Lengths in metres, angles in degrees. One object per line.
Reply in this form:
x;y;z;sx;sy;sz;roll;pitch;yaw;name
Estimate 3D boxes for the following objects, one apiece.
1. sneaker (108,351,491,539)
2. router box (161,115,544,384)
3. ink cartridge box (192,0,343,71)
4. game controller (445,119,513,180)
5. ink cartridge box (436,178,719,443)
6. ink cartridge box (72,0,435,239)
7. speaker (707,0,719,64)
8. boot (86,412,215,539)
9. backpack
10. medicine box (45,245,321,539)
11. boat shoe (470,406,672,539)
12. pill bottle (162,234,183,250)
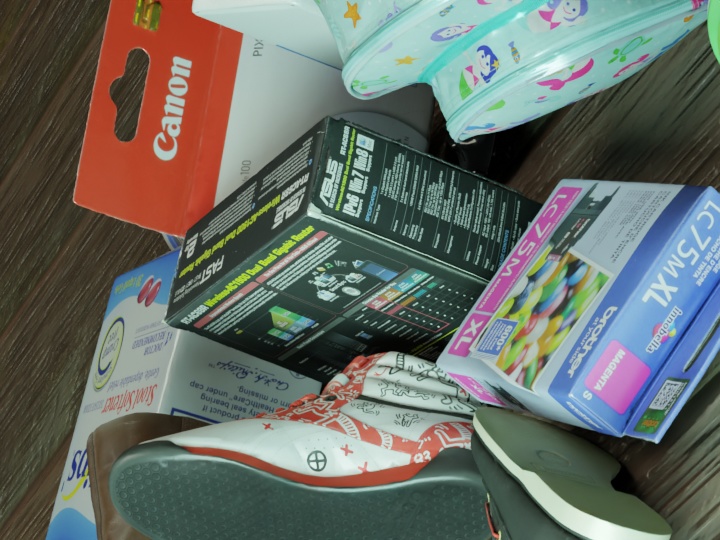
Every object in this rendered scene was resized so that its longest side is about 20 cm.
-0.027;0.093;1.353;0.108;0.200;0.067;-90;1;-58;sneaker
0.000;0.000;1.423;0.200;0.149;0.062;-34;39;57;router box
-0.003;-0.220;1.430;0.084;0.144;0.201;1;79;42;ink cartridge box
0.073;-0.145;1.525;0.200;0.042;0.105;-93;18;-48;game controller
0.115;0.015;1.231;0.120;0.042;0.200;-55;20;-9;ink cartridge box
-0.056;-0.089;1.528;0.047;0.199;0.161;142;141;-60;ink cartridge box
0.197;-0.068;1.070;0.089;0.088;0.200;-57;23;30;speaker
-0.055;0.152;1.376;0.200;0.186;0.064;-93;13;-53;boot
0.074;-0.153;1.309;0.177;0.199;0.151;-33;74;58;backpack
-0.110;0.098;1.679;0.182;0.103;0.201;-20;54;65;medicine box
0.087;0.112;1.192;0.201;0.073;0.063;-123;49;-72;boat shoe
-0.049;-0.057;1.668;0.200;0.113;0.114;-17;54;66;pill bottle
